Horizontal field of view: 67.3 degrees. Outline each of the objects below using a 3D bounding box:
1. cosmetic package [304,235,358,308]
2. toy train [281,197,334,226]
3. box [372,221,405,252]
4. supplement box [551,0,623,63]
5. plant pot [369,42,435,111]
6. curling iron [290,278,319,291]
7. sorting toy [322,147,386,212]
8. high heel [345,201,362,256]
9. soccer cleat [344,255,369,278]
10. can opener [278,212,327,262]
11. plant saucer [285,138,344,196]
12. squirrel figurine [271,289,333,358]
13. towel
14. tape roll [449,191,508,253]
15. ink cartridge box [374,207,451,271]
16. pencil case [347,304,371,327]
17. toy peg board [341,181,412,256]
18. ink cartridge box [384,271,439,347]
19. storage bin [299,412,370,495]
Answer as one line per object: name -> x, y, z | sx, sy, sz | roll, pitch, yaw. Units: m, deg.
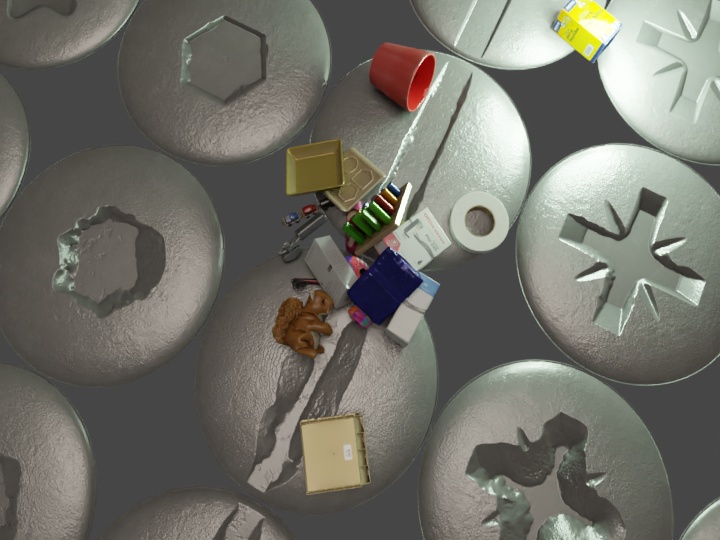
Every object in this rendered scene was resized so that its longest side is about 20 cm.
cosmetic package -> -0.088, 0.002, 1.691 | 0.073, 0.103, 0.202 | -16, 60, -41
toy train -> -0.172, -0.196, 1.790 | 0.195, 0.046, 0.035 | -25, 78, -6
box -> 0.135, -0.098, 1.770 | 0.194, 0.048, 0.121 | 16, 78, 1
supplement box -> 0.800, -0.862, 1.913 | 0.200, 0.110, 0.109 | 44, 80, 9
plant pot -> 0.136, -0.670, 1.834 | 0.175, 0.201, 0.203 | 30, 78, 17
curling iron -> -0.128, 0.045, 1.743 | 0.193, 0.026, 0.051 | 2, 47, -10
sorting toy -> -0.038, -0.301, 1.802 | 0.199, 0.037, 0.185 | -40, 62, -12
high heel -> -0.024, -0.154, 1.754 | 0.065, 0.096, 0.207 | 4, 78, 9
soccer cleat -> 0.000, 0.000, 1.697 | 0.068, 0.074, 0.200 | -40, 48, -7
can opener -> -0.185, -0.107, 1.777 | 0.198, 0.053, 0.068 | -39, 112, -9
plant saucer -> -0.148, -0.330, 1.791 | 0.193, 0.049, 0.205 | -8, 59, 7
squirrel figurine -> -0.174, 0.145, 1.657 | 0.194, 0.141, 0.192 | 16, 91, 15
towel -> 0.071, 0.045, 1.593 | 0.147, 0.050, 0.200 | 43, 104, -4
tape roll -> 0.391, -0.159, 1.789 | 0.196, 0.037, 0.210 | 0, 77, 0
ink cartridge box -> 0.164, -0.078, 1.677 | 0.198, 0.085, 0.147 | -35, 88, -25
pencil case -> 0.050, 0.092, 1.709 | 0.200, 0.089, 0.089 | -43, 81, -8
toy peg board -> 0.043, -0.184, 1.667 | 0.097, 0.198, 0.202 | 38, 47, -19
ink cartridge box -> 0.157, 0.122, 1.668 | 0.084, 0.147, 0.203 | 30, 79, 5
storage bin -> -0.077, 0.538, 1.602 | 0.192, 0.094, 0.207 | -7, 77, -3
